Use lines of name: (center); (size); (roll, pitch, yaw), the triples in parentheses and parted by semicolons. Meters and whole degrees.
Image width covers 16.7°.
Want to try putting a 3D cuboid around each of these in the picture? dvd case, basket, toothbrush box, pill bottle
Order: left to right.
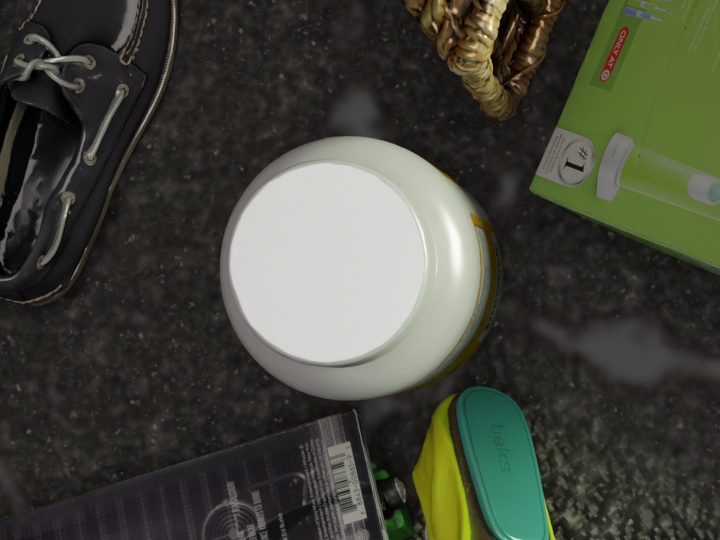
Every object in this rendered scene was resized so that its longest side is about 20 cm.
dvd case: (-0.079, 0.160, 1.098); (0.199, 0.016, 0.149); (-18, 65, 9)
pill bottle: (0.000, 0.000, 1.066); (0.110, 0.200, 0.112); (0, 88, 8)
basket: (0.065, -0.169, 1.063); (0.143, 0.200, 0.149); (-37, 82, 4)
toothbrush box: (0.186, -0.063, 1.045); (0.086, 0.200, 0.146); (22, 92, -37)

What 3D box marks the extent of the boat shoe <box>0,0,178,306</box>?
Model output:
boat shoe: (-0.137, -0.080, 1.157); (0.072, 0.063, 0.201); (17, 91, 8)

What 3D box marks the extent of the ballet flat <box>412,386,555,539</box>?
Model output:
ballet flat: (0.059, 0.142, 1.083); (0.067, 0.201, 0.067); (17, 130, -27)

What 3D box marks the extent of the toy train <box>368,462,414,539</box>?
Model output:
toy train: (-0.068, 0.141, 1.145); (0.199, 0.056, 0.042); (-23, 70, 7)
